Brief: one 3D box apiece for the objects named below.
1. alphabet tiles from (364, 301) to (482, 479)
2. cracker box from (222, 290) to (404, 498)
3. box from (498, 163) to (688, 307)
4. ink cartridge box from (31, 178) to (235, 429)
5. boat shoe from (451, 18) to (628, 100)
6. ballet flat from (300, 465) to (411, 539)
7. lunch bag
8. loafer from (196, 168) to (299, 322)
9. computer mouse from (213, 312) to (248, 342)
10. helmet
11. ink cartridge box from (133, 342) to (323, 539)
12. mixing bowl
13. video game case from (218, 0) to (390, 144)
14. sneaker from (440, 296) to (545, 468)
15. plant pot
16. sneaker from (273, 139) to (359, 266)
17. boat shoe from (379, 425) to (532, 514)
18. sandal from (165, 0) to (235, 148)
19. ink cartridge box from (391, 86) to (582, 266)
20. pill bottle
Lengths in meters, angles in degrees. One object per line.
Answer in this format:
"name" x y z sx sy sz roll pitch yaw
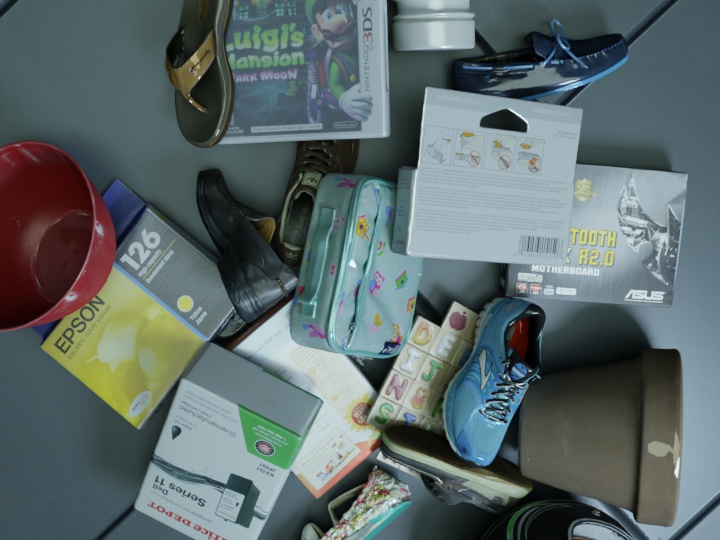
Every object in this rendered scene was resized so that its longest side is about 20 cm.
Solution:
"alphabet tiles" 0.100 0.144 1.273 0.166 0.006 0.201 29 86 -26
"cracker box" -0.064 0.141 1.267 0.134 0.058 0.200 -39 101 0
"box" 0.267 -0.044 1.272 0.199 0.048 0.159 5 99 -6
"ink cartridge box" -0.257 0.036 1.221 0.200 0.047 0.198 38 94 0
"boat shoe" 0.199 -0.231 1.218 0.199 0.084 0.069 -19 112 -4
"ballet flat" -0.027 0.310 1.301 0.200 0.076 0.064 -41 69 -2
"lunch bag" 0.000 0.000 1.189 0.077 0.160 0.201 9 88 32
"loafer" -0.123 -0.037 1.185 0.072 0.073 0.200 -25 58 1
"computer mouse" -0.110 -0.002 1.257 0.059 0.034 0.200 40 88 1
"helmet" 0.220 0.357 1.261 0.199 0.191 0.201 16 125 24
"ink cartridge box" -0.148 0.203 1.210 0.146 0.083 0.200 26 120 3
"mixing bowl" -0.335 -0.025 1.171 0.199 0.108 0.201 -6 75 21
"video game case" -0.067 -0.231 1.182 0.199 0.023 0.183 0 95 19
"sneaker" 0.153 0.120 1.222 0.078 0.090 0.201 22 76 -20
"plant pot" 0.271 0.183 1.256 0.174 0.200 0.201 3 99 14
"sneaker" -0.044 -0.100 1.209 0.070 0.076 0.201 15 87 -3
"boat shoe" 0.103 0.233 1.245 0.199 0.073 0.065 23 105 -22
"sandal" -0.175 -0.233 1.179 0.082 0.055 0.201 15 104 35
"ink cartridge box" 0.137 -0.097 1.179 0.199 0.044 0.174 4 94 -24
"pill bottle" 0.076 -0.337 1.175 0.114 0.114 0.201 -3 99 -5
